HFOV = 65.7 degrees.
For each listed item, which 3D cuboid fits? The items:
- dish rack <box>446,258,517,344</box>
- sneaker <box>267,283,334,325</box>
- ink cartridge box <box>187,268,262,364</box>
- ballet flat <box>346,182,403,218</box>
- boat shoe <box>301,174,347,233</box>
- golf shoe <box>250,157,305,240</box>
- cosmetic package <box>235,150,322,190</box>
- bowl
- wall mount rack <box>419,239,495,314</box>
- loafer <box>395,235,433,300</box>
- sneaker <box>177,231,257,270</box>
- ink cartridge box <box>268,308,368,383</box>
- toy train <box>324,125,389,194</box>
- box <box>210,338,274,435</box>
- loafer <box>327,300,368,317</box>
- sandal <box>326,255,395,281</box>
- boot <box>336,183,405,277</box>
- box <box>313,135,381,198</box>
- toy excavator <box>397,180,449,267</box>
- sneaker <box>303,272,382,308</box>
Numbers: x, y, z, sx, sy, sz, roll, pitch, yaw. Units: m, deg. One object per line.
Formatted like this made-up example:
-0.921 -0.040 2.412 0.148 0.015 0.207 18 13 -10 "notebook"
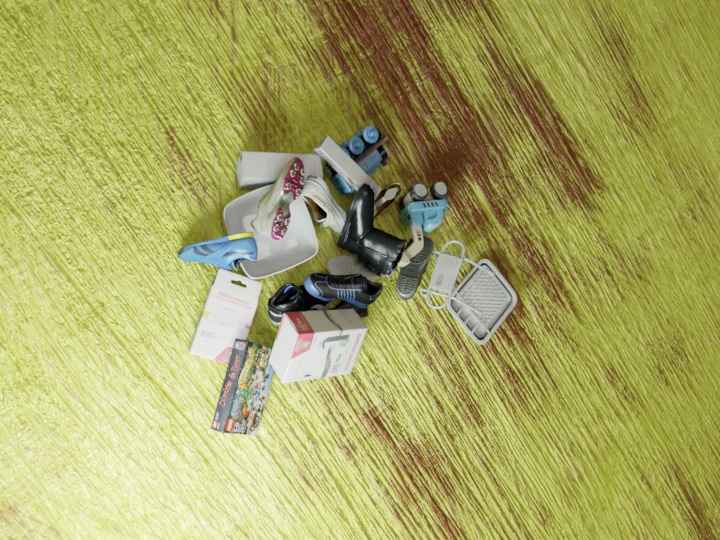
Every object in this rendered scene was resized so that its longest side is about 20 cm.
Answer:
0.336 0.088 1.574 0.200 0.043 0.172 -45 100 -20 "dish rack"
-0.130 0.059 1.348 0.198 0.112 0.074 -28 70 -21 "sneaker"
-0.314 0.110 1.303 0.115 0.067 0.204 21 78 -18 "ink cartridge box"
0.036 -0.174 1.475 0.199 0.063 0.069 -42 98 -20 "ballet flat"
-0.090 -0.144 1.375 0.071 0.070 0.201 -64 149 -23 "boat shoe"
-0.192 -0.172 1.282 0.075 0.090 0.203 43 62 -57 "golf shoe"
-0.200 -0.241 1.371 0.196 0.101 0.076 -4 83 -21 "cosmetic package"
-0.216 -0.095 1.348 0.197 0.075 0.203 -21 92 -10 "bowl"
0.259 0.027 1.495 0.171 0.075 0.203 15 72 23 "wall mount rack"
0.140 -0.006 1.502 0.074 0.070 0.202 21 63 10 "loafer"
-0.327 -0.032 1.273 0.196 0.066 0.080 -10 91 14 "sneaker"
-0.097 0.175 1.314 0.197 0.085 0.148 -2 124 -38 "ink cartridge box"
-0.005 -0.292 1.466 0.200 0.086 0.115 -41 108 -21 "toy train"
-0.260 0.269 1.277 0.037 0.136 0.204 8 77 26 "box"
-0.064 0.125 1.400 0.198 0.072 0.064 -26 98 -25 "loafer"
0.002 0.006 1.446 0.199 0.050 0.083 -1 51 -29 "sandal"
0.039 -0.094 1.381 0.161 0.201 0.073 30 30 14 "boot"
-0.029 -0.250 1.385 0.199 0.038 0.042 40 74 -27 "box"
0.157 -0.121 1.479 0.191 0.100 0.204 -8 77 -22 "toy excavator"
-0.037 0.034 1.344 0.197 0.078 0.071 14 49 -34 "sneaker"
